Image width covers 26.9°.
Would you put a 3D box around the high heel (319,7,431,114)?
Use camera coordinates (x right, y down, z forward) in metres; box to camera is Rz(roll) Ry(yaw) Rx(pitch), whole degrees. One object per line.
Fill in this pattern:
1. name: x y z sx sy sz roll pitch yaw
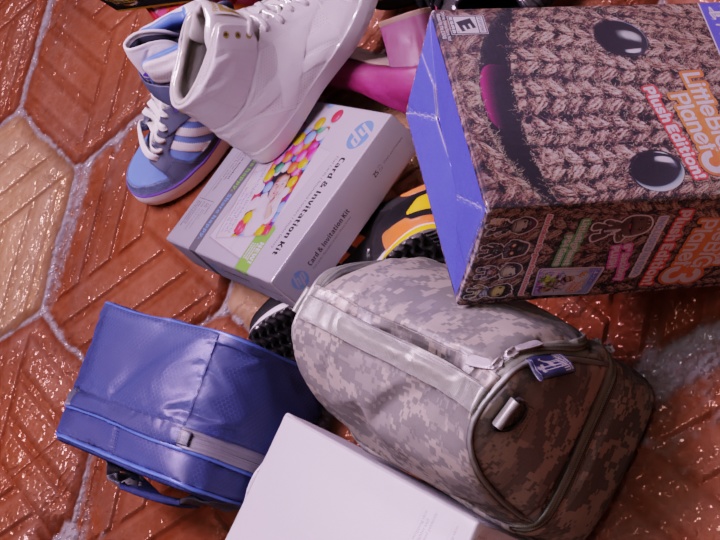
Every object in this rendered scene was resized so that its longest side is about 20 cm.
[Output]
1. high heel: 0.000 -0.140 1.214 0.200 0.067 0.096 -13 95 53

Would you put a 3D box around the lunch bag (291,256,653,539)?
1. lunch bag: 0.066 0.076 0.969 0.200 0.168 0.140 25 88 44

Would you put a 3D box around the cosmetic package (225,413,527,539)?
1. cosmetic package: 0.009 0.189 1.027 0.200 0.081 0.113 25 87 46

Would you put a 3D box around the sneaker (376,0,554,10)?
1. sneaker: 0.071 -0.222 1.171 0.200 0.077 0.084 5 73 45

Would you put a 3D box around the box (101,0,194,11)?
1. box: -0.144 -0.315 1.311 0.200 0.049 0.160 1 73 39

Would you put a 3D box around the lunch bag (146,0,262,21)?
1. lunch bag: -0.107 -0.286 1.358 0.200 0.082 0.176 -47 51 15

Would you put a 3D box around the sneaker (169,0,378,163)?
1. sneaker: -0.067 -0.191 1.152 0.074 0.115 0.200 31 92 49

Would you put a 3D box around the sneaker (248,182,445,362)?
1. sneaker: 0.000 0.000 1.143 0.200 0.070 0.090 -31 34 29

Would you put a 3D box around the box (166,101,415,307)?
1. box: -0.057 -0.059 1.177 0.156 0.041 0.200 -54 31 -9

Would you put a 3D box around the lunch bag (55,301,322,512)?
1. lunch bag: -0.137 0.113 1.148 0.200 0.136 0.133 10 77 43

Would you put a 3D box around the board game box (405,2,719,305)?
1. board game box: 0.146 -0.076 0.942 0.097 0.200 0.160 104 157 -54

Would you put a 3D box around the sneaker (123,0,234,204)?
1. sneaker: -0.169 -0.152 1.295 0.200 0.146 0.081 -38 50 21
